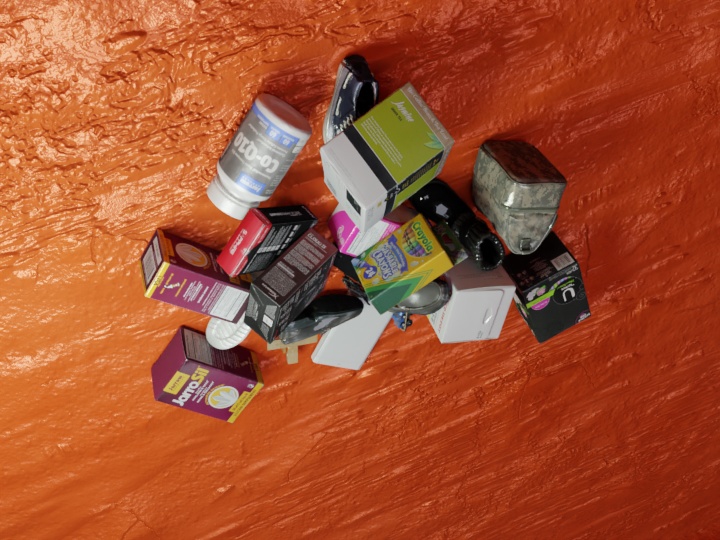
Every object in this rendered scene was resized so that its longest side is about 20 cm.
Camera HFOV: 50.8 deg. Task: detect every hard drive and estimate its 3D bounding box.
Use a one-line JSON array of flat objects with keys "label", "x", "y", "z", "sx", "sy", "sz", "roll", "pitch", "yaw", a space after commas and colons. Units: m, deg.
[{"label": "hard drive", "x": -0.014, "y": 0.139, "z": 1.735, "sx": 0.130, "sy": 0.026, "sz": 0.202, "roll": 13, "pitch": 121, "yaw": -31}]

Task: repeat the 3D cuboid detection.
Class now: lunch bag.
[{"label": "lunch bag", "x": 0.307, "y": -0.149, "z": 1.528, "sx": 0.137, "sy": 0.201, "sz": 0.170, "roll": -1, "pitch": 124, "yaw": -18}]

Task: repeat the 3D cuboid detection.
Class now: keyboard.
[{"label": "keyboard", "x": 0.000, "y": 0.000, "z": 1.634, "sx": 0.199, "sy": 0.039, "sz": 0.105, "roll": 35, "pitch": 85, "yaw": -38}]

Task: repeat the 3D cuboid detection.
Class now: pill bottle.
[{"label": "pill bottle", "x": -0.182, "y": -0.196, "z": 1.335, "sx": 0.113, "sy": 0.114, "sz": 0.201, "roll": 21, "pitch": 116, "yaw": -35}]

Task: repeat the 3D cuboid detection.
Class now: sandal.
[{"label": "sandal", "x": -0.241, "y": 0.085, "z": 1.576, "sx": 0.203, "sy": 0.082, "sz": 0.050, "roll": -47, "pitch": 172, "yaw": 15}]

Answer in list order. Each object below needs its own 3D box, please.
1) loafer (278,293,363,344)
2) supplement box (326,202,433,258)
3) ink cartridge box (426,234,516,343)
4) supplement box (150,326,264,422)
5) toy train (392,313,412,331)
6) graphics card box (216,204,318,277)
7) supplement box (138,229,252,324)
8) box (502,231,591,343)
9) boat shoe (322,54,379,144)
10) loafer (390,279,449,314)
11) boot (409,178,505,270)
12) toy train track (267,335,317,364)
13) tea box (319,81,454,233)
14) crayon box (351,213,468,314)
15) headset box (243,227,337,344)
[{"label": "loafer", "x": -0.087, "y": 0.103, "z": 1.621, "sx": 0.197, "sy": 0.073, "sz": 0.073, "roll": -11, "pitch": 128, "yaw": -18}, {"label": "supplement box", "x": 0.047, "y": -0.079, "z": 1.535, "sx": 0.198, "sy": 0.102, "sz": 0.104, "roll": 19, "pitch": 118, "yaw": -33}, {"label": "ink cartridge box", "x": 0.215, "y": 0.034, "z": 1.629, "sx": 0.142, "sy": 0.201, "sz": 0.147, "roll": -4, "pitch": 128, "yaw": -20}, {"label": "supplement box", "x": -0.325, "y": 0.224, "z": 1.619, "sx": 0.198, "sy": 0.104, "sz": 0.131, "roll": 25, "pitch": 116, "yaw": -35}, {"label": "toy train", "x": 0.098, "y": 0.049, "z": 1.682, "sx": 0.045, "sy": 0.034, "sz": 0.203, "roll": -14, "pitch": 122, "yaw": -28}, {"label": "graphics card box", "x": -0.171, "y": -0.059, "z": 1.424, "sx": 0.126, "sy": 0.051, "sz": 0.199, "roll": -54, "pitch": 163, "yaw": 22}, {"label": "supplement box", "x": -0.311, "y": 0.014, "z": 1.450, "sx": 0.198, "sy": 0.111, "sz": 0.086, "roll": 21, "pitch": 116, "yaw": -35}, {"label": "box", "x": 0.437, "y": 0.042, "z": 1.782, "sx": 0.147, "sy": 0.125, "sz": 0.201, "roll": -27, "pitch": 133, "yaw": 2}, {"label": "boat shoe", "x": -0.017, "y": -0.272, "z": 1.357, "sx": 0.073, "sy": 0.093, "sz": 0.202, "roll": -5, "pitch": 128, "yaw": -19}, {"label": "loafer", "x": 0.099, "y": 0.056, "z": 1.567, "sx": 0.071, "sy": 0.074, "sz": 0.199, "roll": 6, "pitch": 166, "yaw": -39}, {"label": "boot", "x": 0.200, "y": -0.095, "z": 1.547, "sx": 0.209, "sy": 0.159, "sz": 0.080, "roll": 26, "pitch": 115, "yaw": -36}, {"label": "toy train track", "x": -0.151, "y": 0.112, "z": 1.653, "sx": 0.113, "sy": 0.033, "sz": 0.203, "roll": -8, "pitch": 122, "yaw": -17}, {"label": "tea box", "x": 0.044, "y": -0.192, "z": 1.339, "sx": 0.196, "sy": 0.134, "sz": 0.200, "roll": -36, "pitch": 174, "yaw": -6}, {"label": "crayon box", "x": 0.090, "y": -0.023, "z": 1.444, "sx": 0.198, "sy": 0.126, "sz": 0.052, "roll": -34, "pitch": 132, "yaw": 6}, {"label": "headset box", "x": -0.131, "y": 0.024, "z": 1.479, "sx": 0.200, "sy": 0.077, "sz": 0.150, "roll": -48, "pitch": 169, "yaw": -33}]
